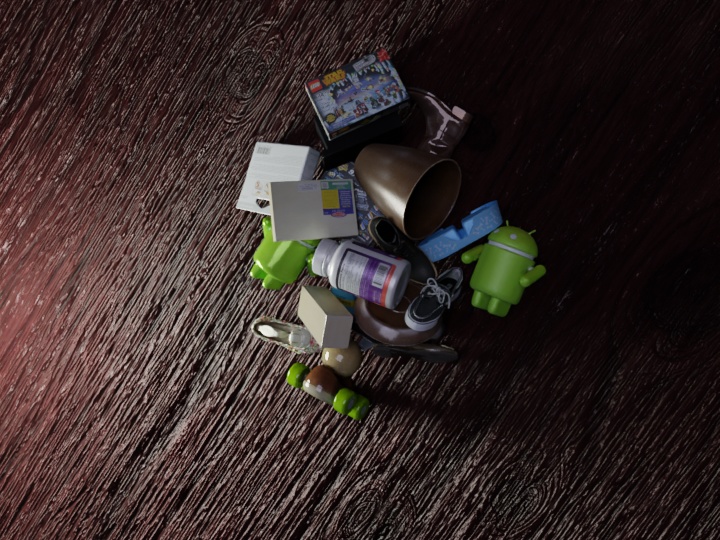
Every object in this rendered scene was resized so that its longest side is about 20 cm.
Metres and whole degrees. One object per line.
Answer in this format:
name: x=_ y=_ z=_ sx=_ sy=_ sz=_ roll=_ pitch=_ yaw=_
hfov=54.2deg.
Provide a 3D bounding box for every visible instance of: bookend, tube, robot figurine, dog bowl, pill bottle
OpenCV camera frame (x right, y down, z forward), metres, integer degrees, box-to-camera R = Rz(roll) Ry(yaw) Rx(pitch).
bookend: x=-0.030 y=-0.366 z=1.628 sx=0.199 sy=0.092 sz=0.200 roll=-23 pitch=79 yaw=-4
tube: x=-0.035 y=0.027 z=1.645 sx=0.077 sy=0.050 sz=0.201 roll=19 pitch=115 yaw=22
robot figurine: x=0.310 y=-0.005 z=1.520 sx=0.175 sy=0.115 sz=0.201 roll=24 pitch=95 yaw=40
robot figurine: x=-0.173 y=-0.052 z=1.661 sx=0.175 sy=0.116 sz=0.201 roll=38 pitch=99 yaw=21
dog bowl: x=0.225 y=-0.084 z=1.556 sx=0.199 sy=0.111 sz=0.050 roll=-30 pitch=96 yaw=11
pill bottle: x=0.000 y=0.000 z=1.531 sx=0.199 sy=0.111 sz=0.112 roll=21 pitch=93 yaw=16

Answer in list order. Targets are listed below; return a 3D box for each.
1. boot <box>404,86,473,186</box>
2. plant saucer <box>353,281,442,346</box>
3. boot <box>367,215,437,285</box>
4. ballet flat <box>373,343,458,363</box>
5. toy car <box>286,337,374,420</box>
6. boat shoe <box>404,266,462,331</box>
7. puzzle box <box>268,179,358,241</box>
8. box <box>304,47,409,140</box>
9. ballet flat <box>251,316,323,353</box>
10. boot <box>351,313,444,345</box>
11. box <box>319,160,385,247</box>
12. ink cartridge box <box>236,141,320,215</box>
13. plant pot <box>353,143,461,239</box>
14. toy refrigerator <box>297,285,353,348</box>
boot: x=0.139 y=-0.303 z=1.623 sx=0.186 sy=0.064 sz=0.201 roll=31 pitch=100 yaw=18
plant saucer: x=0.085 y=0.083 z=1.556 sx=0.199 sy=0.200 sz=0.032 roll=22 pitch=133 yaw=17
boot: x=0.094 y=-0.038 z=1.555 sx=0.200 sy=0.138 sz=0.078 roll=40 pitch=91 yaw=-5
ballet flat: x=0.125 y=0.176 z=1.601 sx=0.199 sy=0.068 sz=0.047 roll=2 pitch=57 yaw=20
toy car: x=-0.039 y=0.210 z=1.608 sx=0.164 sy=0.158 sz=0.201 roll=24 pitch=81 yaw=27
boat shoe: x=0.165 y=0.056 z=1.519 sx=0.073 sy=0.199 sz=0.068 roll=35 pitch=135 yaw=23
puzzle box: x=-0.106 y=-0.137 z=1.594 sx=0.199 sy=0.025 sz=0.134 roll=-4 pitch=86 yaw=-21
box: x=-0.007 y=-0.393 z=1.565 sx=0.199 sy=0.040 sz=0.138 roll=-25 pitch=78 yaw=-3
ballet flat: x=-0.175 y=0.157 z=1.686 sx=0.199 sy=0.064 sz=0.076 roll=9 pitch=89 yaw=17
boot: x=0.076 y=0.129 z=1.571 sx=0.199 sy=0.132 sz=0.070 roll=20 pitch=127 yaw=23
box: x=-0.018 y=-0.158 z=1.666 sx=0.200 sy=0.046 sz=0.159 roll=38 pitch=97 yaw=16
ink cartridge box: x=-0.199 y=-0.214 z=1.680 sx=0.199 sy=0.043 sz=0.175 roll=14 pitch=87 yaw=42
plant pot: x=0.085 y=-0.195 z=1.542 sx=0.200 sy=0.187 sz=0.188 roll=34 pitch=97 yaw=32
toy refrigerator: x=-0.079 y=0.102 z=1.590 sx=0.069 sy=0.200 sz=0.076 roll=4 pitch=105 yaw=-21
